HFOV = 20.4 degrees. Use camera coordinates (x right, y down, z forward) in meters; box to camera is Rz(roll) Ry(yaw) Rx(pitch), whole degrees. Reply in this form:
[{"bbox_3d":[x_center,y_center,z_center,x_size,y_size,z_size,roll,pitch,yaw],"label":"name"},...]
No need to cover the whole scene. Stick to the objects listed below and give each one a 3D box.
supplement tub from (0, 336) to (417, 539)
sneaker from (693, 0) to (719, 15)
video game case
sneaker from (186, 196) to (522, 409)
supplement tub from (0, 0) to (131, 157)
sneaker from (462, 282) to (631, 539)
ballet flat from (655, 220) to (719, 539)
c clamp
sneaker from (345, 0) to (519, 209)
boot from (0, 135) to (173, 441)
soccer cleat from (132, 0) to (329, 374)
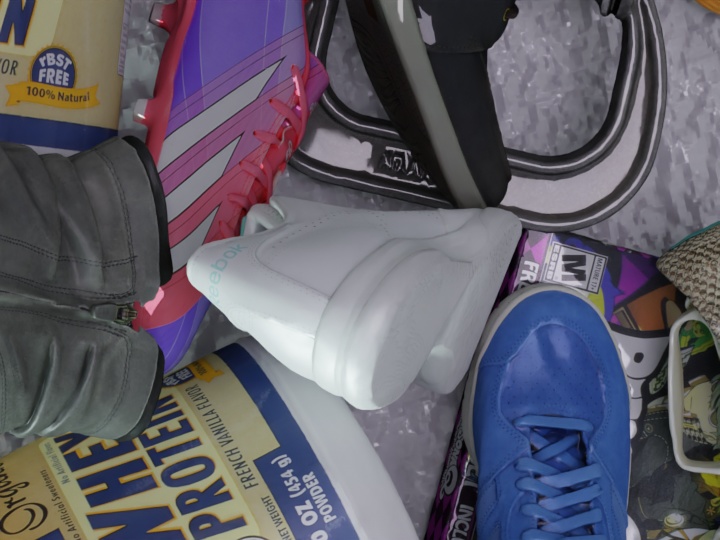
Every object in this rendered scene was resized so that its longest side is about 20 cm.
[{"bbox_3d":[-0.086,0.127,0.753,0.200,0.144,0.145,-27,99,-11],"label":"supplement tub"},{"bbox_3d":[0.186,-0.208,0.844,0.078,0.077,0.200,6,91,-13],"label":"sneaker"},{"bbox_3d":[0.125,0.096,0.867,0.181,0.036,0.200,16,89,-14],"label":"video game case"},{"bbox_3d":[0.000,0.000,0.732,0.088,0.200,0.075,21,96,15],"label":"sneaker"},{"bbox_3d":[-0.152,-0.128,0.730,0.144,0.144,0.200,6,92,-14],"label":"supplement tub"},{"bbox_3d":[0.082,0.107,0.782,0.077,0.111,0.200,6,91,-11],"label":"sneaker"},{"bbox_3d":[0.171,0.077,0.832,0.075,0.068,0.200,-19,92,9],"label":"ballet flat"},{"bbox_3d":[0.038,-0.109,0.821,0.200,0.027,0.171,19,92,0],"label":"c clamp"},{"bbox_3d":[0.050,-0.117,0.758,0.106,0.075,0.200,-24,122,-8],"label":"sneaker"},{"bbox_3d":[-0.124,-0.032,0.648,0.131,0.068,0.200,-12,109,-42],"label":"boot"},{"bbox_3d":[-0.050,-0.051,0.757,0.076,0.067,0.200,11,63,-8],"label":"soccer cleat"}]
